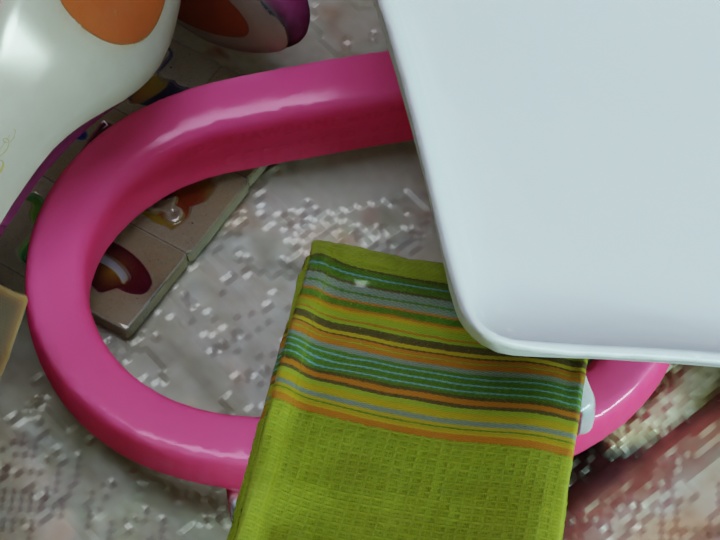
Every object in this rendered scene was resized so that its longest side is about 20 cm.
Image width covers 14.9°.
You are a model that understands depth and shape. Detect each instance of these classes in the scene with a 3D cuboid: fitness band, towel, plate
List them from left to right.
[{"bbox_3d":[0.000,0.000,0.821,0.200,0.037,0.144,-10,59,-8],"label":"fitness band"},{"bbox_3d":[0.012,0.057,0.711,0.086,0.018,0.200,6,35,5],"label":"towel"},{"bbox_3d":[0.088,-0.044,0.814,0.199,0.032,0.200,7,50,-29],"label":"plate"}]

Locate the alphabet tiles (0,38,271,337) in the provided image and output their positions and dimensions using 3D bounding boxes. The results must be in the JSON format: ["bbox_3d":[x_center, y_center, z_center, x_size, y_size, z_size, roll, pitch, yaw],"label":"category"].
[{"bbox_3d":[-0.127,-0.060,0.887,0.200,0.008,0.167,28,62,18],"label":"alphabet tiles"}]

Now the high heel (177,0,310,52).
[{"bbox_3d":[-0.057,-0.148,0.897,0.096,0.067,0.200,-37,57,-15],"label":"high heel"}]

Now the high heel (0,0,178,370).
[{"bbox_3d":[-0.121,-0.048,0.799,0.096,0.067,0.200,0,58,41],"label":"high heel"}]
